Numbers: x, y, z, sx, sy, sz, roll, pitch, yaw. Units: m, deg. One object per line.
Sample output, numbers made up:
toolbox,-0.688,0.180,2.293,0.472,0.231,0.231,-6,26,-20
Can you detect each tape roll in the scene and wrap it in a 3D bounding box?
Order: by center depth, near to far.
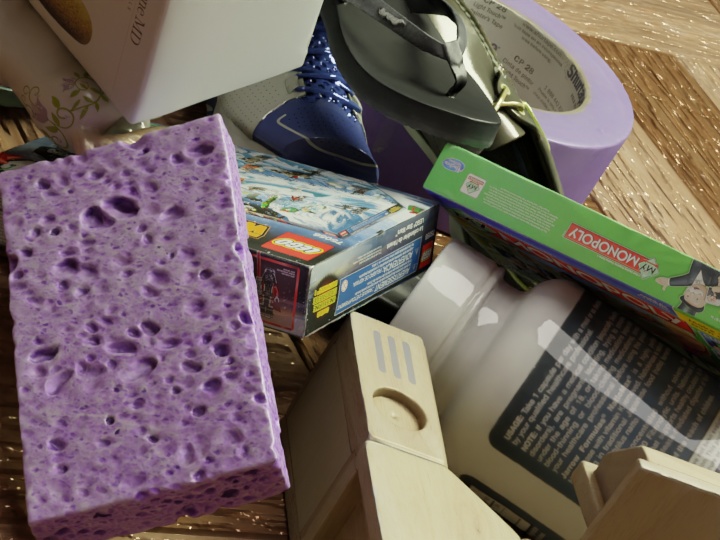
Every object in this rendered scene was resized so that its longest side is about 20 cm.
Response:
tape roll,0.064,-0.108,1.532,0.200,0.085,0.200,23,30,-14

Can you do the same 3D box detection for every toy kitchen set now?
toy kitchen set,0.091,0.101,1.141,0.200,0.163,0.180,21,30,-20

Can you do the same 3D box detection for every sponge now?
sponge,-0.100,0.025,1.105,0.112,0.030,0.200,-14,52,3

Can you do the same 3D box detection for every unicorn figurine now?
unicorn figurine,-0.164,-0.111,1.236,0.137,0.074,0.200,-24,45,-40

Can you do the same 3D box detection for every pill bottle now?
pill bottle,0.105,0.075,1.243,0.200,0.120,0.120,35,28,4

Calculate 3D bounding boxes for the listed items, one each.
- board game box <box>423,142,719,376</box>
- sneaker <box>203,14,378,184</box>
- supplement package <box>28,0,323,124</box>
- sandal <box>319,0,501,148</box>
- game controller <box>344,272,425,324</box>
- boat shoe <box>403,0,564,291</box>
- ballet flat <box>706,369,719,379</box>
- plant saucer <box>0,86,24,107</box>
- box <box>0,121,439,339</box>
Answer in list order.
board game box,0.139,0.007,1.249,0.200,0.029,0.135,27,-5,27
sneaker,-0.035,-0.121,1.376,0.081,0.115,0.199,22,15,-27
supplement package,-0.113,-0.188,1.208,0.110,0.114,0.200,-22,59,-34
sandal,0.016,-0.134,1.295,0.076,0.043,0.200,7,35,-33
game controller,0.000,0.000,1.354,0.200,0.042,0.104,32,13,0
boat shoe,0.072,-0.072,1.388,0.072,0.060,0.202,-29,107,-31
ballet flat,0.187,0.072,1.306,0.200,0.067,0.046,6,-1,27
plant saucer,-0.227,-0.151,1.371,0.200,0.027,0.200,25,29,-15
box,-0.079,-0.026,1.227,0.200,0.040,0.137,17,21,25
